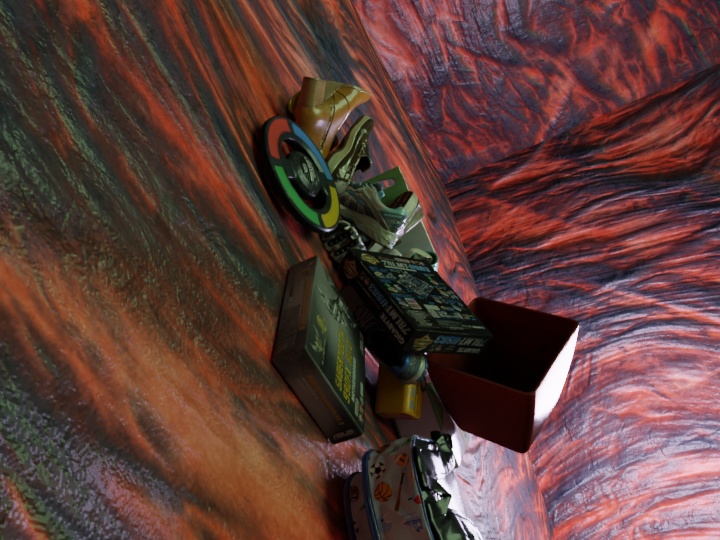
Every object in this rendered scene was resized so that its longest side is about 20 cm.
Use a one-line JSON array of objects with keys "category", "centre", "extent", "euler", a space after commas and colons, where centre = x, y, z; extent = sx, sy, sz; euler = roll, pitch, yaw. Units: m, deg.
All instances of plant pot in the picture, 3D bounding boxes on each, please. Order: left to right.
[{"category": "plant pot", "centre": [0.250, 0.190, 1.085], "extent": [0.200, 0.198, 0.178], "euler": [-41, 131, -39]}]

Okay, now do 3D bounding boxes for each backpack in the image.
[{"category": "backpack", "centre": [0.062, 0.292, 0.759], "extent": [0.191, 0.152, 0.202], "euler": [60, 9, -59]}]

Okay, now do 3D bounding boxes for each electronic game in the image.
[{"category": "electronic game", "centre": [-0.092, -0.152, 0.993], "extent": [0.200, 0.041, 0.202], "euler": [47, 30, -38]}]

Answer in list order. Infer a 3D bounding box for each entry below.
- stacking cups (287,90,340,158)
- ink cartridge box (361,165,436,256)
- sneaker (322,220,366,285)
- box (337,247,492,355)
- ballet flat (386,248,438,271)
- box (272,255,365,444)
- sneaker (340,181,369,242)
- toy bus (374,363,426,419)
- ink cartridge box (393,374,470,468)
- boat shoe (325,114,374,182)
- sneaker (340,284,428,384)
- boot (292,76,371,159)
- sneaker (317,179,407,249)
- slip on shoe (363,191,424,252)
[{"category": "stacking cups", "centre": [-0.070, -0.268, 1.238], "extent": [0.200, 0.060, 0.061], "euler": [49, 24, -51]}, {"category": "ink cartridge box", "centre": [0.070, -0.101, 1.298], "extent": [0.059, 0.103, 0.202], "euler": [-139, -154, -86]}, {"category": "sneaker", "centre": [0.000, 0.000, 1.111], "extent": [0.081, 0.074, 0.202], "euler": [-84, 151, -78]}, {"category": "box", "centre": [0.089, 0.050, 1.003], "extent": [0.198, 0.050, 0.199], "euler": [9, 32, -44]}, {"category": "ballet flat", "centre": [0.076, -0.010, 1.205], "extent": [0.198, 0.071, 0.067], "euler": [-7, 31, -39]}, {"category": "box", "centre": [-0.047, 0.100, 0.830], "extent": [0.201, 0.048, 0.159], "euler": [-89, 154, -57]}, {"category": "sneaker", "centre": [-0.008, -0.130, 1.207], "extent": [0.079, 0.094, 0.202], "euler": [45, 26, -52]}, {"category": "toy bus", "centre": [0.071, 0.145, 1.048], "extent": [0.078, 0.064, 0.203], "euler": [42, 49, -55]}, {"category": "ink cartridge box", "centre": [0.130, 0.276, 1.147], "extent": [0.200, 0.087, 0.147], "euler": [6, 63, -75]}, {"category": "boat shoe", "centre": [-0.012, -0.219, 1.210], "extent": [0.074, 0.075, 0.203], "euler": [33, 56, -3]}, {"category": "sneaker", "centre": [0.028, 0.088, 0.983], "extent": [0.200, 0.077, 0.085], "euler": [48, 9, 28]}, {"category": "boot", "centre": [-0.057, -0.274, 1.154], "extent": [0.200, 0.070, 0.146], "euler": [-15, 121, -56]}, {"category": "sneaker", "centre": [-0.002, -0.125, 1.111], "extent": [0.199, 0.087, 0.078], "euler": [37, 2, 11]}, {"category": "slip on shoe", "centre": [0.055, -0.069, 1.214], "extent": [0.201, 0.076, 0.061], "euler": [-52, 119, -28]}]
